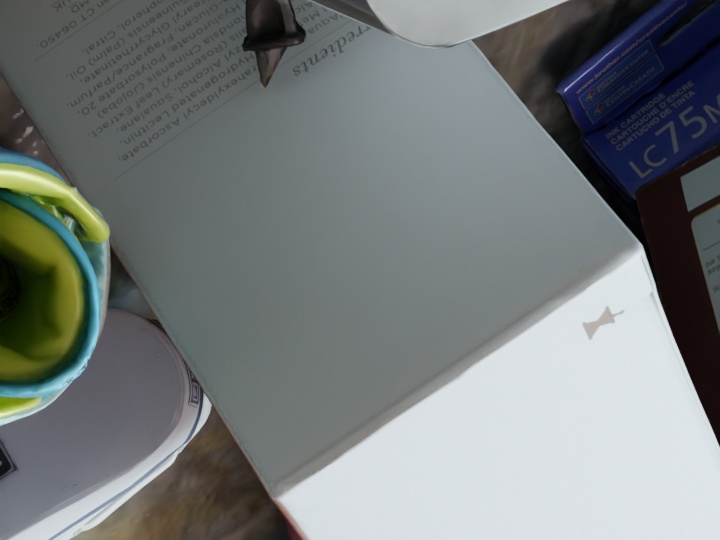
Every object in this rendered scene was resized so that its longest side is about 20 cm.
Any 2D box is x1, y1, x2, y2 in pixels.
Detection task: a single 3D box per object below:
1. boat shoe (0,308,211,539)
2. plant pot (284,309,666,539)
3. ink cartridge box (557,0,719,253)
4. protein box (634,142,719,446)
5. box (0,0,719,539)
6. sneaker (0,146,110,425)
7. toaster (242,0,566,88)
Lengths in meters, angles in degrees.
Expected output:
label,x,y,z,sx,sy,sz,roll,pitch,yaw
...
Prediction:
label,x,y,z,sx,sy,sz,roll,pitch,yaw
boat shoe,-0.134,0.079,0.801,0.200,0.074,0.065,-24,166,5
plant pot,0.059,0.086,0.871,0.200,0.200,0.179,-32,127,-5
ink cartridge box,0.153,-0.039,0.906,0.119,0.042,0.200,-37,141,1
protein box,0.221,0.047,0.809,0.198,0.200,0.135,3,157,-40
box,0.000,0.000,0.713,0.106,0.200,0.152,-33,141,-3
sneaker,-0.103,0.004,0.666,0.200,0.130,0.080,17,94,-66
toaster,0.033,-0.157,0.585,0.181,0.119,0.200,-27,113,-9
